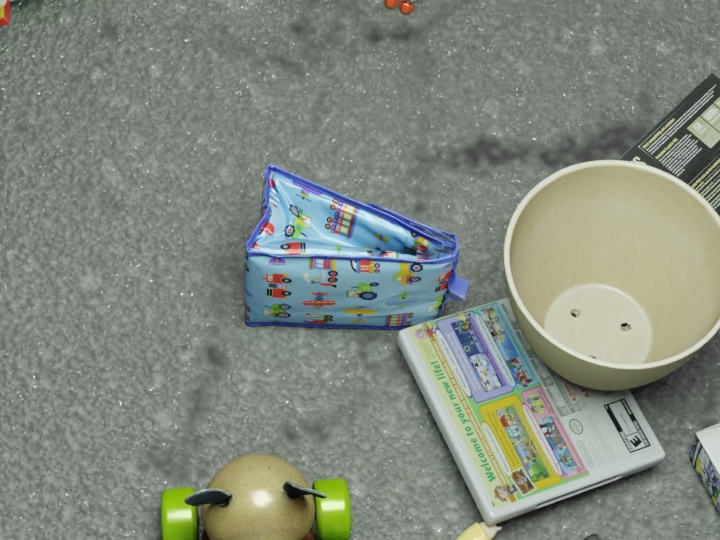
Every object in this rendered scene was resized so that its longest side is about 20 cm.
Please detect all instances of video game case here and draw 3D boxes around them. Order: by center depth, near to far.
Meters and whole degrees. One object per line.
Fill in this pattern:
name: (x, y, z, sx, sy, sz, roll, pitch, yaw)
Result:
video game case: (0.153, 0.115, 1.385, 0.180, 0.022, 0.201, -16, 60, -19)

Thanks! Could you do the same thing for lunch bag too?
lunch bag: (0.000, 0.000, 1.376, 0.198, 0.151, 0.095, 13, 64, 1)

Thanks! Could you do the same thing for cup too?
cup: (0.219, 0.026, 1.347, 0.198, 0.144, 0.202, 0, 60, 0)

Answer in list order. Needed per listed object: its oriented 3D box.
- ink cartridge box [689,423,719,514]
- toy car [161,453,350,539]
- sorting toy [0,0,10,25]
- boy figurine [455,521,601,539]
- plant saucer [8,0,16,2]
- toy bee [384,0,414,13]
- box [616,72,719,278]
ink cartridge box: (0.382, 0.218, 1.338, 0.108, 0.051, 0.201, -16, 54, -11)
toy car: (-0.082, 0.215, 1.239, 0.162, 0.201, 0.159, -3, 64, -6)
sorting toy: (-0.434, -0.317, 1.514, 0.198, 0.070, 0.201, -12, 67, 12)
boy figurine: (0.112, 0.270, 1.306, 0.197, 0.065, 0.126, -5, 66, -11)
plant saucer: (-0.333, -0.359, 1.545, 0.198, 0.027, 0.203, -10, 69, 26)
toy bee: (0.052, -0.330, 1.581, 0.130, 0.109, 0.199, 37, 42, 21)
box: (0.327, -0.062, 1.470, 0.164, 0.086, 0.200, 42, 68, 15)
